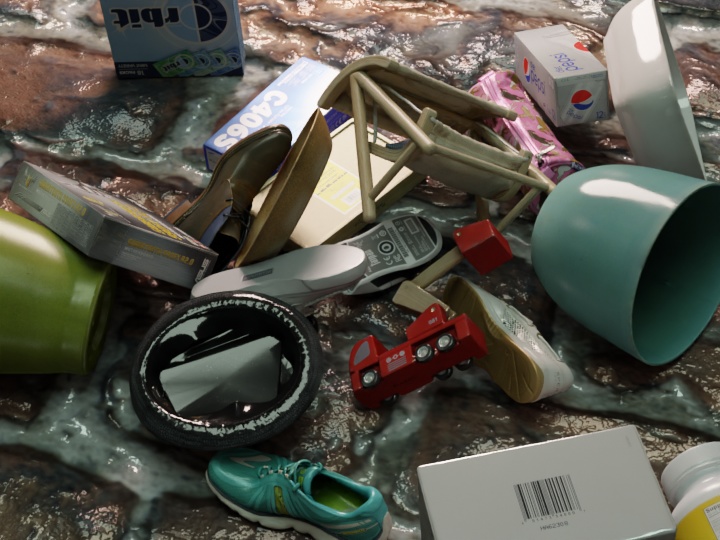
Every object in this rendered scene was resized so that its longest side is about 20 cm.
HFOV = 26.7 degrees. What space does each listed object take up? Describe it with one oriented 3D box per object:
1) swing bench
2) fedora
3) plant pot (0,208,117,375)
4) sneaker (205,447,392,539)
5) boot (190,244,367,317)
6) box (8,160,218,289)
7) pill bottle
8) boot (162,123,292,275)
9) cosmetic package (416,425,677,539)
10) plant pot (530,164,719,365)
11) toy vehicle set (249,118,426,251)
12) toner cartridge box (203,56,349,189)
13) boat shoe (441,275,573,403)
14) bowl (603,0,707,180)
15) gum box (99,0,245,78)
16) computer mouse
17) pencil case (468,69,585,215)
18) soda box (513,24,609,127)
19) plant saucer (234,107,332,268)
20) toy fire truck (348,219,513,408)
[{"bbox_3d":[0.085,-0.140,1.696,0.199,0.130,0.200,16,40,-37],"label":"swing bench"},{"bbox_3d":[-0.134,0.117,1.563,0.200,0.092,0.201,-3,60,5],"label":"fedora"},{"bbox_3d":[-0.368,0.029,1.623,0.192,0.201,0.201,13,49,0],"label":"plant pot"},{"bbox_3d":[-0.059,0.211,1.490,0.200,0.080,0.078,16,51,19],"label":"sneaker"},{"bbox_3d":[-0.076,0.039,1.620,0.200,0.096,0.074,-11,29,17],"label":"boot"},{"bbox_3d":[-0.274,-0.050,1.671,0.200,0.158,0.048,30,97,48],"label":"box"},{"bbox_3d":[0.350,0.260,1.390,0.112,0.112,0.200,-13,47,-7],"label":"pill bottle"},{"bbox_3d":[-0.136,-0.072,1.722,0.200,0.075,0.097,-45,46,9],"label":"boot"},{"bbox_3d":[0.161,0.258,1.346,0.199,0.200,0.123,-10,45,-5],"label":"cosmetic package"},{"bbox_3d":[0.280,-0.022,1.607,0.161,0.201,0.201,25,53,38],"label":"plant pot"},{"bbox_3d":[-0.033,-0.096,1.805,0.124,0.027,0.200,34,58,30],"label":"toy vehicle set"},{"bbox_3d":[-0.094,-0.181,1.877,0.095,0.043,0.200,27,55,25],"label":"toner cartridge box"},{"bbox_3d":[0.155,0.074,1.614,0.069,0.071,0.200,0,33,-32],"label":"boat shoe"},{"bbox_3d":[0.341,-0.199,1.768,0.074,0.200,0.200,-16,46,17],"label":"bowl"},{"bbox_3d":[-0.241,-0.334,1.922,0.169,0.200,0.045,-2,48,3],"label":"gum box"},{"bbox_3d":[0.000,0.000,1.703,0.200,0.044,0.110,-21,59,-14],"label":"computer mouse"},{"bbox_3d":[0.193,-0.153,1.797,0.083,0.087,0.200,-1,41,-26],"label":"pencil case"},{"bbox_3d":[0.243,-0.240,1.846,0.068,0.064,0.200,-9,25,-4],"label":"soda box"},{"bbox_3d":[-0.078,-0.084,1.672,0.035,0.200,0.200,27,50,-7],"label":"plant saucer"},{"bbox_3d":[0.072,0.046,1.595,0.200,0.049,0.141,-27,47,18],"label":"toy fire truck"}]
